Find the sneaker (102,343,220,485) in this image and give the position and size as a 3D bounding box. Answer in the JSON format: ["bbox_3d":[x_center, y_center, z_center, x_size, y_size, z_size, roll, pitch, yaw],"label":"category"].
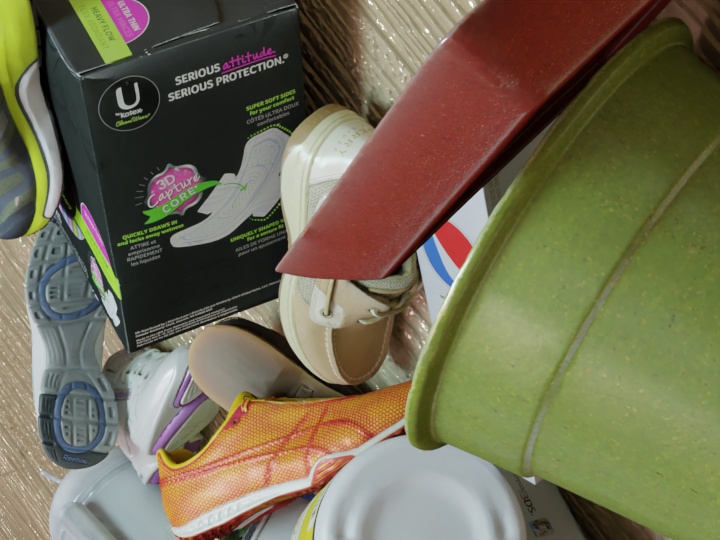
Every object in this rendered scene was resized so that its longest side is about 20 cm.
[{"bbox_3d":[-0.159,0.094,1.356,0.100,0.075,0.200,51,152,10],"label":"sneaker"}]

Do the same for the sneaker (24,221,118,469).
[{"bbox_3d":[-0.222,0.044,1.357,0.087,0.074,0.201,-169,82,-70],"label":"sneaker"}]

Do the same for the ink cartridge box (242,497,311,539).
[{"bbox_3d":[-0.013,0.246,1.204,0.145,0.085,0.200,24,150,11],"label":"ink cartridge box"}]

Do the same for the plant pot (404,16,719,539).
[{"bbox_3d":[0.149,0.037,0.702,0.190,0.200,0.200,34,146,17],"label":"plant pot"}]

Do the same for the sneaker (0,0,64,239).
[{"bbox_3d":[-0.209,-0.092,0.953,0.201,0.081,0.074,88,157,-45],"label":"sneaker"}]

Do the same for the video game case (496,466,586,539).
[{"bbox_3d":[0.113,0.233,1.028,0.201,0.045,0.182,89,160,-45],"label":"video game case"}]

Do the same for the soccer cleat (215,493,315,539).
[{"bbox_3d":[-0.081,0.178,1.307,0.065,0.084,0.200,56,152,4],"label":"soccer cleat"}]

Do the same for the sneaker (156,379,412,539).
[{"bbox_3d":[-0.040,0.100,1.086,0.073,0.199,0.078,15,-125,-68],"label":"sneaker"}]

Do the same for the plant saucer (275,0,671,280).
[{"bbox_3d":[0.070,-0.082,0.671,0.037,0.200,0.200,45,152,2],"label":"plant saucer"}]

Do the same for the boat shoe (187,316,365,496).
[{"bbox_3d":[-0.020,0.100,1.154,0.200,0.070,0.070,43,-173,11],"label":"boat shoe"}]

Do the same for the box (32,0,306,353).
[{"bbox_3d":[-0.111,-0.087,1.008,0.149,0.124,0.201,54,156,41],"label":"box"}]

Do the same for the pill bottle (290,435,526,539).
[{"bbox_3d":[0.018,0.160,1.001,0.112,0.111,0.200,54,165,6],"label":"pill bottle"}]

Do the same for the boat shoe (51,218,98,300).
[{"bbox_3d":[-0.164,-0.035,1.232,0.091,0.071,0.200,54,155,-2],"label":"boat shoe"}]

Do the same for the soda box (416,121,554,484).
[{"bbox_3d":[0.074,0.002,0.887,0.064,0.068,0.201,26,140,45],"label":"soda box"}]

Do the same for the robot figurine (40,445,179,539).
[{"bbox_3d":[-0.172,0.218,1.455,0.200,0.113,0.169,37,-174,29],"label":"robot figurine"}]

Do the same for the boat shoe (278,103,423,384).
[{"bbox_3d":[0.000,0.000,1.007,0.065,0.072,0.201,32,144,29],"label":"boat shoe"}]
